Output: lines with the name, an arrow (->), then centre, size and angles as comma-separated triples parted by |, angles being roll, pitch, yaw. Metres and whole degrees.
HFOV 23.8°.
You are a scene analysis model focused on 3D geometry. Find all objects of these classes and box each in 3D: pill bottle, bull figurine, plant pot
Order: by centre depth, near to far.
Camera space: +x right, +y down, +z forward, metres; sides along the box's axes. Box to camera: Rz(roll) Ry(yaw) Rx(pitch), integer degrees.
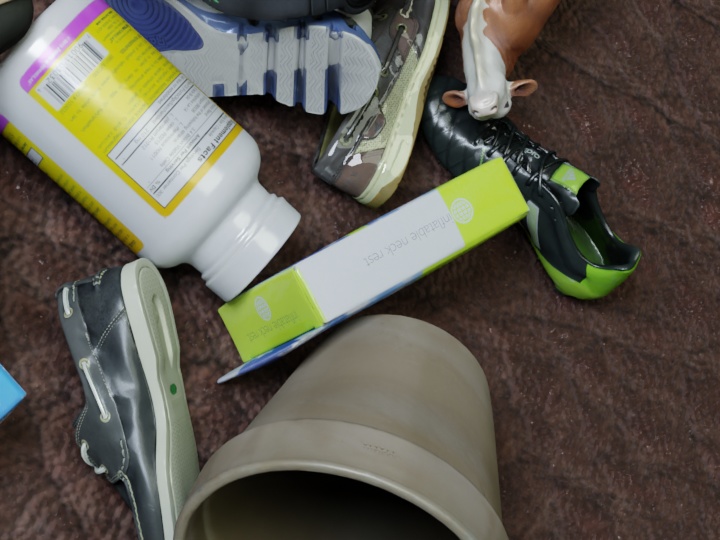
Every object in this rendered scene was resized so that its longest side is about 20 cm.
plant pot -> 0.005, 0.125, 1.025 | 0.199, 0.200, 0.174 | 33, 42, -12
pill bottle -> -0.134, -0.074, 1.061 | 0.200, 0.104, 0.105 | 43, 60, -8
bull figurine -> 0.106, -0.199, 1.167 | 0.065, 0.122, 0.201 | 16, 60, 26

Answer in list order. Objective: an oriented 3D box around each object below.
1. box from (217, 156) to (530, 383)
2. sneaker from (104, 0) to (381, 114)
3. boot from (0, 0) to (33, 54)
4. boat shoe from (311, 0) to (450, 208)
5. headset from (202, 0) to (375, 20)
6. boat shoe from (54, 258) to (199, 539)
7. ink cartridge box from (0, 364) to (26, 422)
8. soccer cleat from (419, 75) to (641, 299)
box -> 0.000, 0.000, 1.092 | 0.199, 0.122, 0.048 | -28, 90, -31
sneaker -> -0.077, -0.169, 1.134 | 0.197, 0.081, 0.116 | 12, 37, 2
boot -> -0.227, -0.063, 0.953 | 0.139, 0.077, 0.200 | 50, 60, -8
boat shoe -> 0.013, -0.145, 1.177 | 0.064, 0.073, 0.202 | 21, 65, -24
headset -> -0.020, -0.228, 1.082 | 0.198, 0.095, 0.124 | -21, 49, -20
boat shoe -> -0.138, 0.098, 1.034 | 0.067, 0.072, 0.203 | -13, 84, 9
ink cartridge box -> -0.309, 0.050, 0.940 | 0.200, 0.084, 0.146 | 48, 58, -3
soccer cleat -> 0.120, -0.066, 1.198 | 0.200, 0.081, 0.068 | 48, 59, -5
